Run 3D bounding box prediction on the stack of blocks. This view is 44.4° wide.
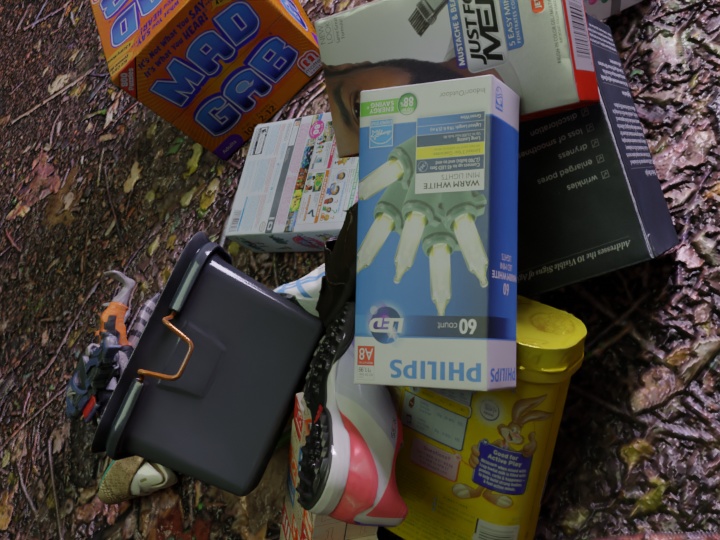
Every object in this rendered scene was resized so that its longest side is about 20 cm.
[{"bbox_3d":[-0.022,0.209,0.734,0.116,0.057,0.203,-114,25,-47],"label":"stack of blocks"}]

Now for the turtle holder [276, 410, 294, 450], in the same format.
[{"bbox_3d":[-0.108,0.119,0.876,0.184,0.132,0.142,33,83,16],"label":"turtle holder"}]

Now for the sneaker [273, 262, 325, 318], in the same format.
[{"bbox_3d":[-0.023,0.019,0.923,0.198,0.072,0.073,-20,27,36],"label":"sneaker"}]

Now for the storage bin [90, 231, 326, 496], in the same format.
[{"bbox_3d":[-0.118,0.089,0.753,0.132,0.146,0.203,24,82,4],"label":"storage bin"}]

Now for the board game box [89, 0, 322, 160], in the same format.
[{"bbox_3d":[-0.195,-0.313,1.130,0.199,0.199,0.202,-39,49,16],"label":"board game box"}]

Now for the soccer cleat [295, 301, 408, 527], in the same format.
[{"bbox_3d":[-0.002,0.104,0.664,0.069,0.072,0.201,-57,17,32],"label":"soccer cleat"}]

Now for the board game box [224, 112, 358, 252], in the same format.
[{"bbox_3d":[-0.049,-0.099,0.998,0.198,0.064,0.150,-1,69,40],"label":"board game box"}]

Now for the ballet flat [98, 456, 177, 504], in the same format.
[{"bbox_3d":[-0.219,0.200,0.986,0.065,0.070,0.201,41,100,29],"label":"ballet flat"}]

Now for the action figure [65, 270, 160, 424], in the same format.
[{"bbox_3d":[-0.288,0.104,1.066,0.200,0.103,0.197,-37,50,52],"label":"action figure"}]

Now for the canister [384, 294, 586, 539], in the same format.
[{"bbox_3d":[0.084,0.121,0.694,0.147,0.086,0.204,20,113,28],"label":"canister"}]

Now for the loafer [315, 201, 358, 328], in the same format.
[{"bbox_3d":[0.000,0.000,0.795,0.201,0.072,0.072,121,133,-60],"label":"loafer"}]

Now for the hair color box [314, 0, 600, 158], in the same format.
[{"bbox_3d":[0.069,-0.159,0.668,0.197,0.064,0.113,-9,94,32],"label":"hair color box"}]

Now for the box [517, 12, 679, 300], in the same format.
[{"bbox_3d":[0.136,-0.080,0.746,0.198,0.123,0.200,-19,86,30],"label":"box"}]

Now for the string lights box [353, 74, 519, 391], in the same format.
[{"bbox_3d":[0.053,-0.022,0.608,0.101,0.059,0.204,-1,85,29],"label":"string lights box"}]

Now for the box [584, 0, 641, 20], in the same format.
[{"bbox_3d":[0.186,-0.291,0.782,0.198,0.158,0.041,-27,43,-21],"label":"box"}]
